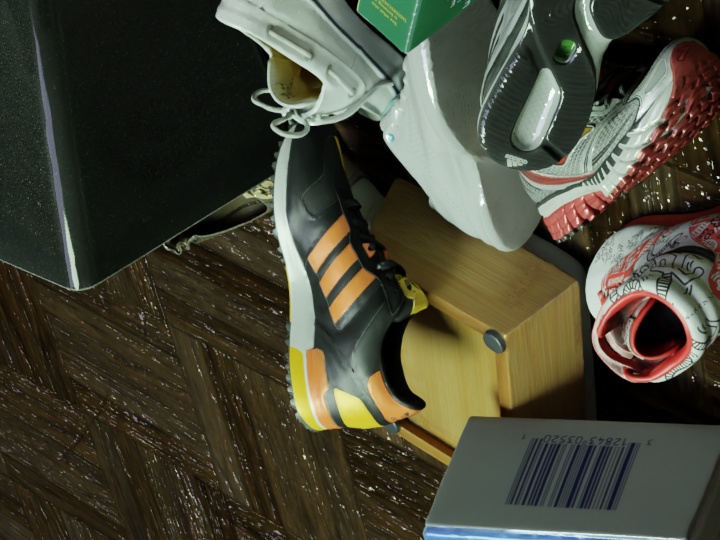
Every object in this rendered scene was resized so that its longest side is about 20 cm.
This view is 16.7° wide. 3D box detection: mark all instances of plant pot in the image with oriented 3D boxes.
[{"bbox_3d":[-0.183,-0.132,1.533,0.200,0.199,0.178,20,130,38],"label":"plant pot"}]

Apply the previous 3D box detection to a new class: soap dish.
[{"bbox_3d":[0.077,0.053,1.614,0.157,0.081,0.200,31,145,34],"label":"soap dish"}]

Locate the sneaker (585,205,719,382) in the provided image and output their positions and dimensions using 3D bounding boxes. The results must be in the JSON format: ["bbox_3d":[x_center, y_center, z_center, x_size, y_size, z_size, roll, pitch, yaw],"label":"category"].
[{"bbox_3d":[0.161,0.019,1.419,0.067,0.108,0.201,54,152,-7],"label":"sneaker"}]

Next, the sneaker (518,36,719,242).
[{"bbox_3d":[0.133,-0.083,1.373,0.082,0.078,0.200,53,151,2],"label":"sneaker"}]

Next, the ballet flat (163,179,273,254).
[{"bbox_3d":[-0.099,-0.049,1.725,0.067,0.046,0.200,38,155,-17],"label":"ballet flat"}]

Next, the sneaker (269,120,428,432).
[{"bbox_3d":[0.000,0.000,1.541,0.090,0.070,0.201,-3,93,22],"label":"sneaker"}]

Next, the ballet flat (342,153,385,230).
[{"bbox_3d":[-0.001,-0.020,1.658,0.067,0.068,0.200,18,153,22],"label":"ballet flat"}]

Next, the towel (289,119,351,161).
[{"bbox_3d":[-0.124,-0.120,1.703,0.200,0.035,0.192,44,156,-21],"label":"towel"}]

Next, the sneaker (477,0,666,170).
[{"bbox_3d":[0.113,-0.162,1.310,0.076,0.115,0.201,20,121,-16],"label":"sneaker"}]

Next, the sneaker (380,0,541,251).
[{"bbox_3d":[0.045,-0.098,1.482,0.088,0.075,0.200,19,140,37],"label":"sneaker"}]

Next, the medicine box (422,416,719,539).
[{"bbox_3d":[0.163,0.195,1.543,0.182,0.103,0.200,0,133,29],"label":"medicine box"}]

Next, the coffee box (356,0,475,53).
[{"bbox_3d":[0.062,-0.213,1.275,0.044,0.123,0.200,40,152,17],"label":"coffee box"}]

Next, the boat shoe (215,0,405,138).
[{"bbox_3d":[-0.032,-0.120,1.488,0.075,0.086,0.202,26,171,28],"label":"boat shoe"}]
